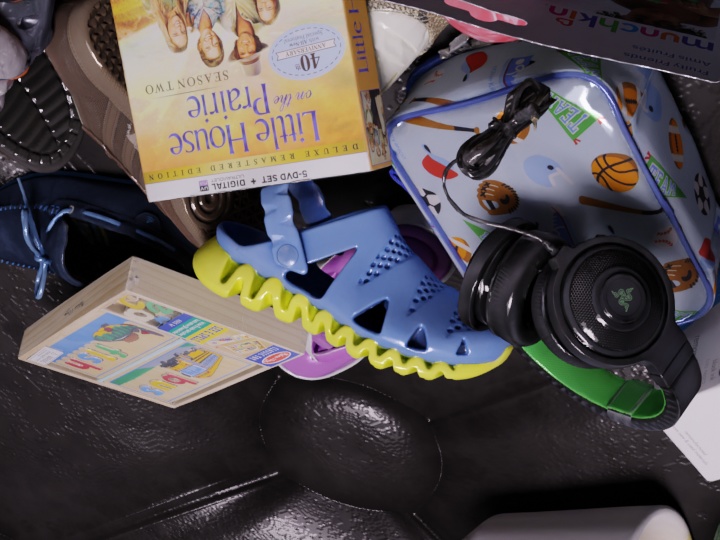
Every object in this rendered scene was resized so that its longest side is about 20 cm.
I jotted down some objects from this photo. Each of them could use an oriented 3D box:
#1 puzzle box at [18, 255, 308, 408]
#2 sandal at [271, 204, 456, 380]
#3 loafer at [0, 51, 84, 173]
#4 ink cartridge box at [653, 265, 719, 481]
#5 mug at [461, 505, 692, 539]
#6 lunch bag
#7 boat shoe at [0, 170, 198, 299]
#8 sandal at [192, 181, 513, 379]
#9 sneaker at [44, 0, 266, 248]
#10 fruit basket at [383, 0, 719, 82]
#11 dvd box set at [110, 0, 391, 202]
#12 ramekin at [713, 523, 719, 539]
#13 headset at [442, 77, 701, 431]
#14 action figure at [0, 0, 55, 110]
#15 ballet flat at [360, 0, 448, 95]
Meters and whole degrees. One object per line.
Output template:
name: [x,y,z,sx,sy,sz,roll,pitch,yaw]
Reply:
puzzle box: [-0.141,0.049,0.942,0.133,0.026,0.200,21,154,-26]
sandal: [-0.012,0.023,0.904,0.082,0.050,0.203,35,135,-9]
loafer: [-0.254,-0.143,0.854,0.200,0.073,0.071,49,159,-19]
ink cartridge box: [0.265,0.030,0.743,0.200,0.116,0.067,-27,115,38]
mug: [0.151,0.254,0.987,0.153,0.149,0.187,0,124,34]
lunch bag: [0.107,-0.048,0.771,0.160,0.076,0.200,-11,126,34]
boat shoe: [-0.191,-0.026,0.923,0.199,0.069,0.084,-5,128,27]
sandal: [0.000,0.000,0.801,0.199,0.079,0.087,22,105,8]
sneaker: [-0.128,-0.088,0.856,0.075,0.070,0.200,3,132,47]
fruit basket: [0.077,-0.151,0.600,0.185,0.200,0.094,16,120,10]
dvd box set: [-0.068,-0.143,0.723,0.146,0.029,0.201,-5,99,28]
ramekin: [0.324,0.230,0.915,0.199,0.098,0.200,13,135,13]
headset: [0.110,0.000,0.708,0.123,0.094,0.200,15,150,52]
action figure: [-0.197,-0.142,0.736,0.104,0.201,0.194,13,149,-19]
ballet flat: [-0.021,-0.123,0.753,0.199,0.076,0.068,-9,153,29]
